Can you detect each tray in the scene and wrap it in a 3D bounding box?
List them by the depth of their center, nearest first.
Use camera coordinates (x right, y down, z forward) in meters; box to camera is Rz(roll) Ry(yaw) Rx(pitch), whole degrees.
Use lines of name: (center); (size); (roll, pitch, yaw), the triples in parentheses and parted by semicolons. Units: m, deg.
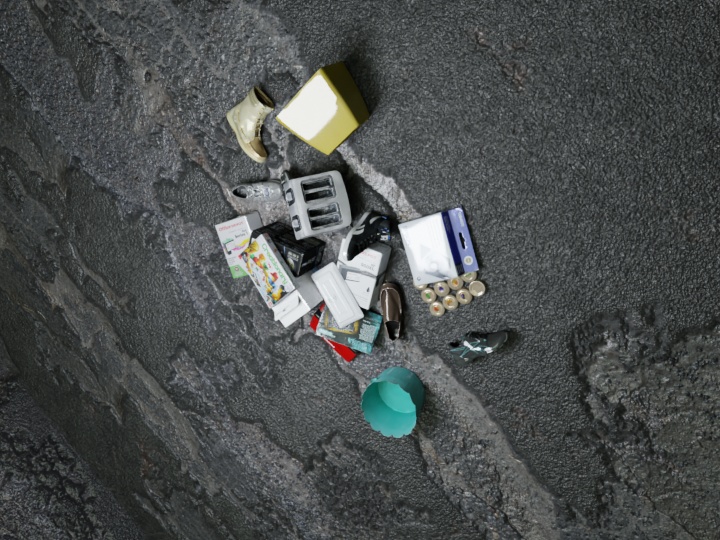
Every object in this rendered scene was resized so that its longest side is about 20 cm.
tray: (-0.079, 0.083, 1.673); (0.107, 0.022, 0.201); (-29, 91, 33)

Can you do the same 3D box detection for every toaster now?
toaster: (-0.124, -0.200, 1.602); (0.198, 0.119, 0.183); (-14, 95, -13)

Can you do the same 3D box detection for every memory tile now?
memory tile: (0.270, 0.045, 1.598); (0.199, 0.017, 0.154); (-31, 92, 29)

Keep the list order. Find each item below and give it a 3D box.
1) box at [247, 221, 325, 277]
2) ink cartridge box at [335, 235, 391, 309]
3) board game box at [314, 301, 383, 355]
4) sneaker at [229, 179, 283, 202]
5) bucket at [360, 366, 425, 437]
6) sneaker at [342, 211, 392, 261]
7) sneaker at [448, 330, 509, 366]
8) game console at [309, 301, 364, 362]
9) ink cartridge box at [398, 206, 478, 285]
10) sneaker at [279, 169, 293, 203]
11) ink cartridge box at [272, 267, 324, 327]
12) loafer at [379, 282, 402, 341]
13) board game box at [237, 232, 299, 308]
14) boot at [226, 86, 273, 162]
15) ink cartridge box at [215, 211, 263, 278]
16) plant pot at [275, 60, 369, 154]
box: (-0.242, -0.073, 1.710); (0.199, 0.164, 0.087); (24, 115, 15)
ink cartridge box: (0.000, 0.000, 1.667); (0.144, 0.084, 0.202); (22, 114, 18)
board game box: (-0.038, 0.182, 1.723); (0.198, 0.028, 0.136); (20, 87, 5)
sneaker: (-0.346, -0.258, 1.743); (0.198, 0.082, 0.075); (-1, 106, 25)
bucket: (0.112, 0.430, 1.728); (0.205, 0.135, 0.209); (7, 109, 22)
sneaker: (0.031, -0.098, 1.560); (0.111, 0.201, 0.073); (16, 143, 20)
sneaker: (0.356, 0.223, 1.584); (0.199, 0.075, 0.080); (-33, 89, 29)
game console: (-0.057, 0.190, 1.794); (0.200, 0.119, 0.173); (43, 150, 7)
ink cartridge box: (0.230, -0.069, 1.552); (0.199, 0.041, 0.201); (-15, 94, 29)
sneaker: (-0.198, -0.236, 1.689); (0.201, 0.079, 0.074); (62, 156, -8)
ink cartridge box: (-0.207, 0.083, 1.723); (0.128, 0.200, 0.126); (-36, 90, 29)
loafer: (0.105, 0.138, 1.665); (0.072, 0.071, 0.202); (-9, 107, 8)
board game box: (-0.288, 0.001, 1.629); (0.126, 0.035, 0.201); (-37, 82, 29)
boot: (-0.330, -0.467, 1.673); (0.155, 0.073, 0.201); (-31, 87, 32)
ink cartridge box: (-0.403, -0.090, 1.823); (0.144, 0.084, 0.202); (-13, 100, 27)
plant pot: (-0.089, -0.458, 1.509); (0.200, 0.200, 0.177); (-37, 101, 29)
